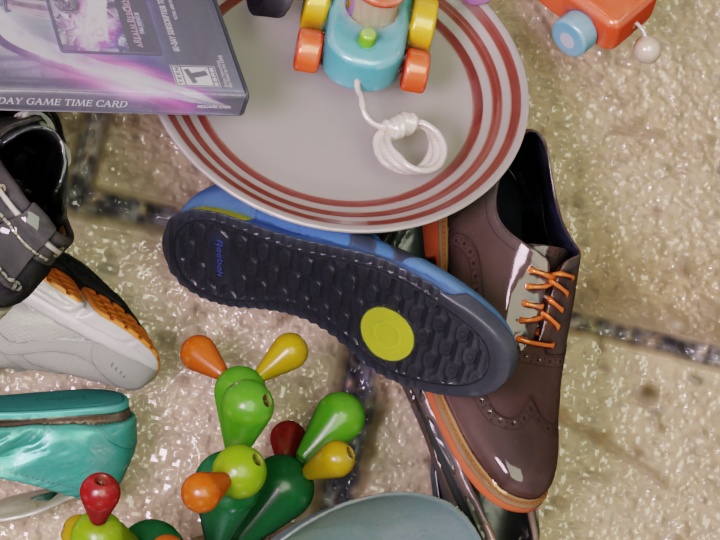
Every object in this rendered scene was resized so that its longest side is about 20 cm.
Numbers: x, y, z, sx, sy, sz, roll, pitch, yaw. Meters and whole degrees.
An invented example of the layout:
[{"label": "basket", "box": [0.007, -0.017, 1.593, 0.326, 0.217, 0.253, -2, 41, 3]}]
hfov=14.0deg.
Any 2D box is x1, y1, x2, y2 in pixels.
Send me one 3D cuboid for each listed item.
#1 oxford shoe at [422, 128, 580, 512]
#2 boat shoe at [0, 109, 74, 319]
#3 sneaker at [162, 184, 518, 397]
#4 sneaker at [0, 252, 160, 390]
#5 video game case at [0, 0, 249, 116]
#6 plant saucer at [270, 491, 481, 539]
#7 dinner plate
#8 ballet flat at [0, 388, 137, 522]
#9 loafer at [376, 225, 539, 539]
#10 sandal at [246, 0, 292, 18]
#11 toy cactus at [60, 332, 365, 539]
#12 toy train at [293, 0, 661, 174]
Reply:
[{"label": "oxford shoe", "box": [0.075, 0.022, 1.484, 0.071, 0.072, 0.201, 8, 63, -34]}, {"label": "boat shoe", "box": [-0.162, -0.044, 1.417, 0.072, 0.200, 0.068, 38, 109, -16]}, {"label": "sneaker", "box": [0.000, 0.000, 1.476, 0.200, 0.078, 0.066, 22, 122, 23]}, {"label": "sneaker", "box": [-0.195, 0.025, 1.460, 0.200, 0.076, 0.092, 27, 102, -27]}, {"label": "video game case", "box": [-0.166, -0.131, 1.445, 0.199, 0.019, 0.143, 1, 45, -23]}, {"label": "plant saucer", "box": [-0.024, 0.189, 1.482, 0.201, 0.039, 0.202, -22, 131, -28]}, {"label": "dinner plate", "box": [-0.012, -0.095, 1.501, 0.199, 0.024, 0.201, 6, 54, -8]}, {"label": "ballet flat", "box": [-0.211, 0.093, 1.464, 0.199, 0.067, 0.071, 4, 100, -12]}, {"label": "loafer", "box": [0.059, 0.065, 1.531, 0.072, 0.063, 0.201, -16, 92, -14]}, {"label": "sandal", "box": [-0.068, -0.219, 1.501, 0.043, 0.076, 0.201, -6, 73, -17]}, {"label": "toy cactus", "box": [-0.080, 0.123, 1.469, 0.102, 0.200, 0.166, 24, 123, 22]}, {"label": "toy train", "box": [0.061, -0.139, 1.500, 0.200, 0.056, 0.150, -35, 67, -31]}]
